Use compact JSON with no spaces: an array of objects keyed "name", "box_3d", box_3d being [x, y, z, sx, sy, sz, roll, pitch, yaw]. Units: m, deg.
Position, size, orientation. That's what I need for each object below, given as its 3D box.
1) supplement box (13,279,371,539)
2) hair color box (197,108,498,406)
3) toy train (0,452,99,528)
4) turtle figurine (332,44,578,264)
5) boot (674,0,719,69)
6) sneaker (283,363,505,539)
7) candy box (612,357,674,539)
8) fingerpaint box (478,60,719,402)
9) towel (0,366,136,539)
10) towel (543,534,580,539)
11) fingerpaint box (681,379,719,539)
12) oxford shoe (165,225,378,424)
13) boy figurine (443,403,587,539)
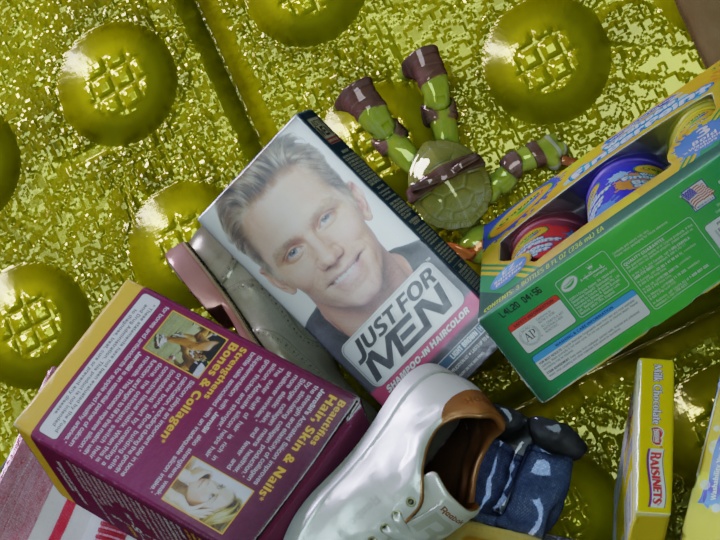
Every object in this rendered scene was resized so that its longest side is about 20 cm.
[{"name":"supplement box","box_3d":[-0.101,0.115,1.526,0.199,0.103,0.131,27,67,28]},{"name":"hair color box","box_3d":[0.000,0.000,1.541,0.200,0.061,0.100,45,102,2]},{"name":"toy train","box_3d":[-0.159,0.175,1.620,0.199,0.034,0.046,31,78,15]},{"name":"turtle figurine","box_3d":[0.046,-0.060,1.587,0.199,0.064,0.162,-31,78,5]},{"name":"boot","box_3d":[0.305,-0.152,1.545,0.174,0.066,0.201,-17,79,9]},{"name":"sneaker","box_3d":[0.017,0.154,1.438,0.085,0.073,0.201,28,87,51]},{"name":"candy box","box_3d":[0.173,0.144,1.455,0.026,0.200,0.103,5,61,4]},{"name":"fingerpaint box","box_3d":[0.171,-0.030,1.464,0.200,0.167,0.073,-35,104,16]},{"name":"towel","box_3d":[-0.148,0.157,1.597,0.199,0.023,0.145,17,66,11]},{"name":"towel","box_3d":[0.055,0.243,1.538,0.199,0.086,0.167,7,84,13]},{"name":"fingerpaint box","box_3d":[0.242,0.159,1.460,0.073,0.167,0.201,14,85,13]},{"name":"oxford shoe","box_3d":[-0.045,0.038,1.594,0.074,0.071,0.200,-43,78,-3]},{"name":"boy figurine","box_3d":[0.071,0.186,1.472,0.124,0.064,0.201,18,76,21]}]
